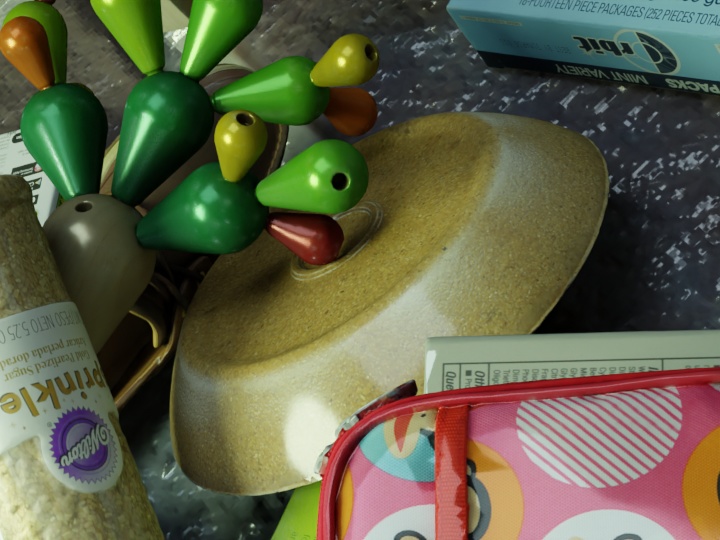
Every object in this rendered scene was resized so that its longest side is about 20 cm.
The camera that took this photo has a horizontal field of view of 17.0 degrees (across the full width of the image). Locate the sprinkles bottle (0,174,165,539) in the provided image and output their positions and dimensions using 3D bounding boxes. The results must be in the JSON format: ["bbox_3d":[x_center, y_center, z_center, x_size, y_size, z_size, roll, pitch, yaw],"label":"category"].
[{"bbox_3d":[-0.115,0.069,0.857,0.068,0.068,0.200,-24,85,17],"label":"sprinkles bottle"}]

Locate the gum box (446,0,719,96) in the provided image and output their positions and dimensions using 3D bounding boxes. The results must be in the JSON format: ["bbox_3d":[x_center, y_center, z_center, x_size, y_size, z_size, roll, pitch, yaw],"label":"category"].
[{"bbox_3d":[0.151,-0.165,0.972,0.170,0.045,0.200,12,64,41],"label":"gum box"}]

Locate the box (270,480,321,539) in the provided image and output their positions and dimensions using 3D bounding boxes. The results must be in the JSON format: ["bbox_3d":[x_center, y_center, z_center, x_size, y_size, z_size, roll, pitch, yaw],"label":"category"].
[{"bbox_3d":[0.058,0.108,0.827,0.200,0.048,0.122,8,63,39],"label":"box"}]

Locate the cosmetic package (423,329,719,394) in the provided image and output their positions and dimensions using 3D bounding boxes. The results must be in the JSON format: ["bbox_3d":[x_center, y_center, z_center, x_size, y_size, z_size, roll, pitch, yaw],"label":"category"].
[{"bbox_3d":[0.119,0.076,0.735,0.199,0.073,0.104,0,64,8],"label":"cosmetic package"}]

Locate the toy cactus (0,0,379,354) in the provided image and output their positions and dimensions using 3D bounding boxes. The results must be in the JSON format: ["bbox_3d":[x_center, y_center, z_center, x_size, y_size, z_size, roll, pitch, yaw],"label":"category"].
[{"bbox_3d":[-0.082,-0.038,0.920,0.200,0.102,0.165,28,91,27],"label":"toy cactus"}]

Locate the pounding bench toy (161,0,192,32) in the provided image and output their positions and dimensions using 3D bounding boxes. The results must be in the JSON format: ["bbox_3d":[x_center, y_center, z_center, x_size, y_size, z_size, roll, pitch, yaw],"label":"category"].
[{"bbox_3d":[-0.012,-0.183,1.036,0.156,0.124,0.200,23,86,43],"label":"pounding bench toy"}]

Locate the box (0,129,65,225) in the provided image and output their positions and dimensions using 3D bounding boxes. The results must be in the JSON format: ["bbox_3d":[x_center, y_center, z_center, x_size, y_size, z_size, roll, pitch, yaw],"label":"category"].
[{"bbox_3d":[-0.213,0.002,1.103,0.199,0.035,0.110,-12,52,27],"label":"box"}]

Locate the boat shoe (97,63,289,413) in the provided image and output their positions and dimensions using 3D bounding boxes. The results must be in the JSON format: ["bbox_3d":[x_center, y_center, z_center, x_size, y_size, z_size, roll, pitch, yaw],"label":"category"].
[{"bbox_3d":[-0.090,0.007,0.979,0.200,0.072,0.068,-53,25,-4],"label":"boat shoe"}]

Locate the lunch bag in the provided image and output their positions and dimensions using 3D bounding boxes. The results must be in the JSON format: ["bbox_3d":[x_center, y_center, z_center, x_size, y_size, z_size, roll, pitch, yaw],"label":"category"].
[{"bbox_3d":[0.054,0.129,0.645,0.176,0.082,0.201,-4,69,10],"label":"lunch bag"}]

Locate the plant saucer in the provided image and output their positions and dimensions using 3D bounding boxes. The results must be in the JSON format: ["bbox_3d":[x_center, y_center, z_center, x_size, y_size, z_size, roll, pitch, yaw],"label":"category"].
[{"bbox_3d":[0.000,0.000,0.910,0.200,0.035,0.200,-30,25,16],"label":"plant saucer"}]
